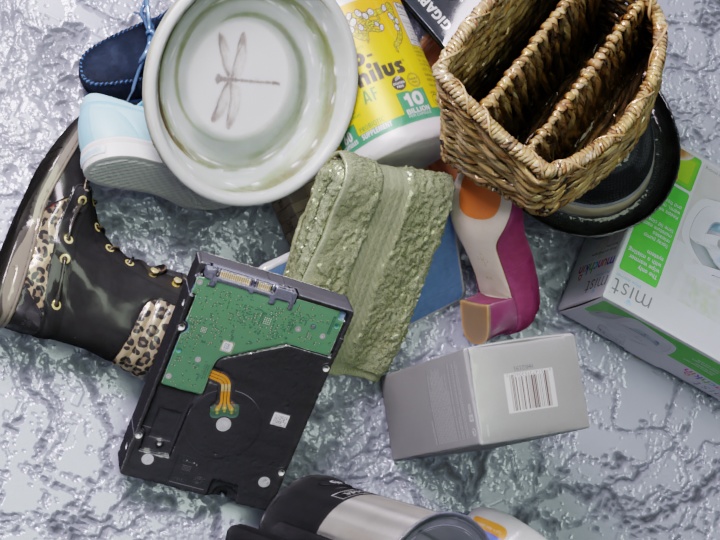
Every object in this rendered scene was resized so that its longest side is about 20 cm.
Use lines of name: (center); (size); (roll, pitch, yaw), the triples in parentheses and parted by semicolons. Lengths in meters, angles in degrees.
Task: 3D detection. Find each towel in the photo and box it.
towel: (0.000, 0.000, 1.418); (0.148, 0.036, 0.201); (8, 109, -39)

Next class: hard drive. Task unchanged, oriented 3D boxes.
hard drive: (-0.106, 0.094, 1.374); (0.139, 0.038, 0.201); (16, 110, -19)

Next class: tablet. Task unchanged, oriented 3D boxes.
tablet: (0.003, 0.011, 1.459); (0.199, 0.014, 0.131); (-26, 127, -22)

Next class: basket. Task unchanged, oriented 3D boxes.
basket: (0.167, -0.163, 1.358); (0.142, 0.149, 0.200); (32, 69, 20)

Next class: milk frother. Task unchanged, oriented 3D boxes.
milk frother: (-0.010, 0.286, 1.342); (0.180, 0.188, 0.201); (-12, 100, -33)

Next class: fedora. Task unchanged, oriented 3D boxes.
fedora: (0.200, -0.135, 1.478); (0.199, 0.092, 0.202); (0, 71, 1)

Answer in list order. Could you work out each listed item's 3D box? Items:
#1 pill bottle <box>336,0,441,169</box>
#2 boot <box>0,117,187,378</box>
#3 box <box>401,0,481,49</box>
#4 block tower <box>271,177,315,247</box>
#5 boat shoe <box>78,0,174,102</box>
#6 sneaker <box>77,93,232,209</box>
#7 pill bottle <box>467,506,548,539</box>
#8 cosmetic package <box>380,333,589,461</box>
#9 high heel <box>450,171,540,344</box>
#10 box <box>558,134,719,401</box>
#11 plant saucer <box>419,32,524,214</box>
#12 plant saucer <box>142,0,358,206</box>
pill bottle: (-0.001, -0.184, 1.459); (0.112, 0.113, 0.201); (-18, 78, -21)
boot: (-0.217, -0.019, 1.388); (0.150, 0.073, 0.201); (27, 65, -19)
box: (0.083, -0.310, 1.488); (0.159, 0.046, 0.200); (-40, 70, 4)
block tower: (-0.063, -0.101, 1.466); (0.054, 0.058, 0.201); (-25, 89, -22)
boat shoe: (-0.152, -0.206, 1.410); (0.199, 0.069, 0.085); (-22, 70, 3)
sneaker: (-0.156, -0.108, 1.396); (0.200, 0.074, 0.082); (15, 58, -52)
pill bottle: (0.090, 0.315, 1.423); (0.112, 0.112, 0.200); (40, 71, -10)
cosmetic package: (0.102, 0.111, 1.414); (0.106, 0.200, 0.091); (-7, 85, -23)
high heel: (0.134, -0.036, 1.486); (0.096, 0.067, 0.201); (-23, 115, -47)
box: (0.314, 0.002, 1.565); (0.199, 0.097, 0.177); (29, 71, -14)
plant saucer: (0.127, -0.148, 1.552); (0.199, 0.037, 0.201); (4, 80, -20)
plant saucer: (-0.096, -0.155, 1.354); (0.199, 0.050, 0.201); (-11, 111, -31)
